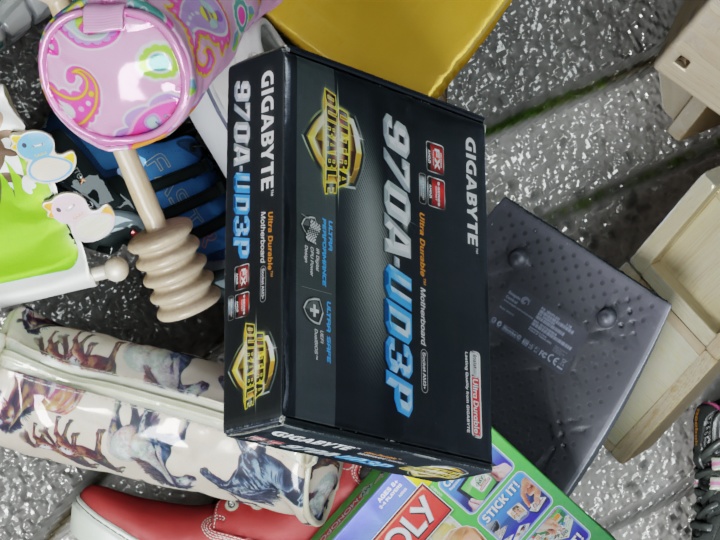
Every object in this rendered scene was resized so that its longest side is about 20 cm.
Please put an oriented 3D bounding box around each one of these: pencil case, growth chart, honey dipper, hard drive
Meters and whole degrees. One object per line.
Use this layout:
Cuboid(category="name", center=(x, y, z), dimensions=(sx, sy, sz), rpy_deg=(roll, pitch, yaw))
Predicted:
Cuboid(category="pencil case", center=(-0.106, 0.077, 1.432), dimensions=(0.199, 0.090, 0.078), rpy_deg=(14, 63, 8))
Cuboid(category="growth chart", center=(-0.220, -0.049, 1.389), dimensions=(0.144, 0.018, 0.200), rpy_deg=(-20, 126, 22))
Cuboid(category="honey dipper", center=(-0.126, -0.069, 1.398), dimensions=(0.038, 0.038, 0.201), rpy_deg=(-27, 107, -18))
Cuboid(category="hard drive", center=(0.082, 0.075, 1.536), dimensions=(0.201, 0.135, 0.042), rpy_deg=(-58, 157, 4))
Cuboid(category="pencil case", center=(-0.096, -0.136, 1.365), dimensions=(0.087, 0.200, 0.088), rpy_deg=(7, 119, 13))

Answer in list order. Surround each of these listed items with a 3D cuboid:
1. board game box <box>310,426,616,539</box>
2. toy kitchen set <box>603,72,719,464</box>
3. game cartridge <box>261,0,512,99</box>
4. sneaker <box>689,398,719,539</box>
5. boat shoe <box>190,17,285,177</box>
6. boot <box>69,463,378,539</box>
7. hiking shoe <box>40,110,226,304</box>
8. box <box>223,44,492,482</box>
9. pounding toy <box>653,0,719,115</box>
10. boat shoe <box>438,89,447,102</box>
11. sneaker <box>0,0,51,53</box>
Cuboid(category="board game box", center=(0.030, 0.182, 1.472), dimensions=(0.135, 0.029, 0.200), rpy_deg=(42, 89, -19))
Cuboid(category="toy kitchen set", center=(0.202, -0.026, 1.616), dimensions=(0.163, 0.181, 0.200), rpy_deg=(49, 35, 15))
Cuboid(category="game cartridge", center=(0.019, -0.207, 1.483), dimensions=(0.176, 0.032, 0.200), rpy_deg=(37, 83, 5))
Cuboid(category="sneaker", center=(0.232, 0.121, 1.646), dimensions=(0.086, 0.080, 0.201), rpy_deg=(33, 75, -12))
Cuboid(category="boat shoe", center=(-0.022, -0.046, 1.466), dimensions=(0.066, 0.072, 0.201), rpy_deg=(-32, 86, 26))
Cuboid(category="boot", center=(-0.052, 0.123, 1.492), dimensions=(0.199, 0.072, 0.145), rpy_deg=(21, 98, -10))
Cuboid(category="hiking shoe", center=(-0.091, -0.035, 1.473), dimensions=(0.199, 0.074, 0.087), rpy_deg=(23, 88, -24))
Cuboid(category="box", center=(0.000, 0.000, 1.390), dimensions=(0.159, 0.046, 0.201), rpy_deg=(17, 66, -44))
Cuboid(category="pounding toy", center=(0.287, -0.141, 1.574), dimensions=(0.184, 0.142, 0.200), rpy_deg=(34, 45, -5))
Cuboid(category="boat shoe", center=(0.012, -0.084, 1.516), dimensions=(0.076, 0.072, 0.201), rpy_deg=(-1, 87, 0))
Cuboid(category="sneaker", center=(-0.208, -0.160, 1.417), dimensions=(0.200, 0.078, 0.091), rpy_deg=(-42, 94, -16))
